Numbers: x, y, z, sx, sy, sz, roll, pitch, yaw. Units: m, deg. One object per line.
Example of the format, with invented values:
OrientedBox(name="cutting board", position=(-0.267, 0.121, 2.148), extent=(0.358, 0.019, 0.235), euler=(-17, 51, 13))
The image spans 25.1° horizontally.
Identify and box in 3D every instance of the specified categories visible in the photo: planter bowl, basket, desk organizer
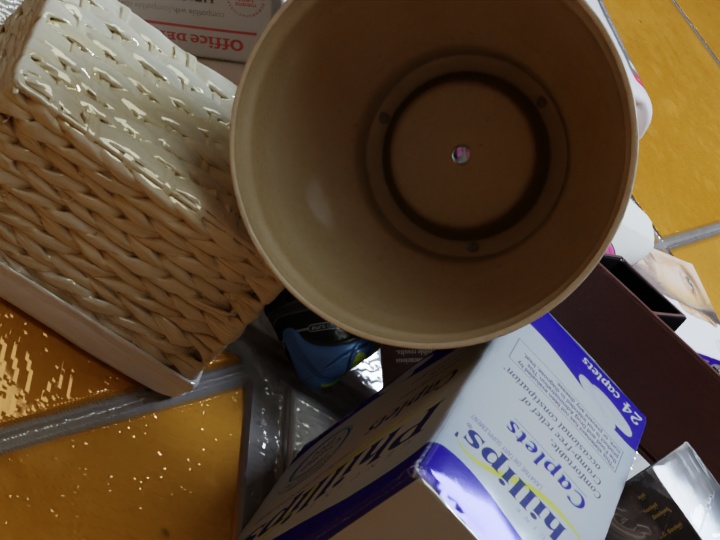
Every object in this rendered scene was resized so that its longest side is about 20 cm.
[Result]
OrientedBox(name="planter bowl", position=(0.046, -0.064, 0.840), extent=(0.200, 0.200, 0.135), euler=(53, 11, 6))
OrientedBox(name="basket", position=(-0.132, -0.050, 0.879), extent=(0.200, 0.123, 0.136), euler=(36, 34, -23))
OrientedBox(name="desk organizer", position=(0.209, 0.079, 1.100), extent=(0.200, 0.077, 0.072), euler=(46, 20, 25))

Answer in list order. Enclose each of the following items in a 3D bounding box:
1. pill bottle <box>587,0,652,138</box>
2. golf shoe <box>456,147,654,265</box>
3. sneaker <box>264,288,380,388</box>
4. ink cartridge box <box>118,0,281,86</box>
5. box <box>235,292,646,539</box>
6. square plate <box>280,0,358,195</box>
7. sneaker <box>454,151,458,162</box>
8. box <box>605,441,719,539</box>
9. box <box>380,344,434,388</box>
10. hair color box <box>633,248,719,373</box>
OrientedBox(name="pill bottle", position=(0.177, -0.198, 1.448), extent=(0.111, 0.111, 0.200), euler=(17, 44, -42))
OrientedBox(name="golf shoe", position=(0.162, -0.055, 1.164), extent=(0.200, 0.092, 0.073), euler=(27, 51, -42))
OrientedBox(name="sneaker", position=(0.000, 0.000, 1.043), extent=(0.083, 0.071, 0.200), euler=(53, 33, -6))
OrientedBox(name="ink cartridge box", position=(-0.092, -0.190, 1.084), extent=(0.115, 0.068, 0.200), euler=(8, 29, 14))
OrientedBox(name="box", position=(0.029, 0.130, 0.829), extent=(0.105, 0.184, 0.200), euler=(48, 30, -6))
OrientedBox(name="square plate", position=(-0.014, -0.137, 0.990), extent=(0.198, 0.028, 0.200), euler=(-24, 103, -82))
OrientedBox(name="sneaker", position=(0.056, -0.072, 1.181), extent=(0.200, 0.084, 0.121), euler=(39, 36, -30))
OrientedBox(name="box", position=(0.141, 0.210, 0.871), extent=(0.050, 0.200, 0.158), euler=(-20, 72, -53))
OrientedBox(name="box", position=(0.063, 0.039, 0.986), extent=(0.100, 0.075, 0.200), euler=(-7, 95, -62))
OrientedBox(name="hair color box", position=(0.205, 0.029, 1.285), extent=(0.200, 0.065, 0.109), euler=(19, 42, -43))
